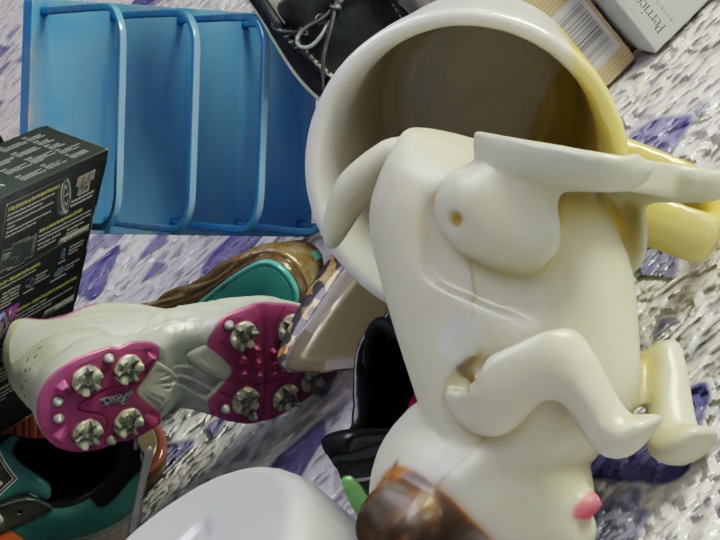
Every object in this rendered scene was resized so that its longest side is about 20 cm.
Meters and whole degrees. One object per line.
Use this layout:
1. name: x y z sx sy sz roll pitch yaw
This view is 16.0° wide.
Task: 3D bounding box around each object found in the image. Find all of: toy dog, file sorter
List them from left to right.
1. file sorter: -0.087 -0.087 1.528 0.123 0.199 0.139 8 96 57
2. toy dog: 0.057 0.043 1.108 0.193 0.201 0.139 8 2 19

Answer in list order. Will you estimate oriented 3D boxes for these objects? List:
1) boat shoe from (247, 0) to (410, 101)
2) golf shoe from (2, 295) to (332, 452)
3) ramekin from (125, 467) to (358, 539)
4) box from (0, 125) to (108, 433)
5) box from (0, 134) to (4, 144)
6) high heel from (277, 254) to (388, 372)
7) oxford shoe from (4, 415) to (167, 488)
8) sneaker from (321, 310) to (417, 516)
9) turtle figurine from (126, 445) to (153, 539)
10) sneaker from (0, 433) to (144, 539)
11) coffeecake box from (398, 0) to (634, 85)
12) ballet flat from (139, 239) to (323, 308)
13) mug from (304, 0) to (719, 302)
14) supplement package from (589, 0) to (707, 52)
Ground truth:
1. boat shoe: -0.021 -0.152 1.451 0.075 0.200 0.062 -41 0 -7
2. golf shoe: -0.103 0.041 1.398 0.091 0.199 0.076 34 121 46
3. ramekin: -0.063 0.183 1.155 0.200 0.098 0.201 -37 22 18
4. box: -0.212 0.021 1.376 0.200 0.043 0.161 -36 -37 -64
5. box: -0.246 0.043 1.451 0.047 0.193 0.200 19 64 17
6. high heel: 0.000 0.000 1.411 0.200 0.072 0.142 -36 22 -30
7. oxford shoe: -0.199 0.135 1.539 0.199 0.075 0.071 -14 52 17
8. sneaker: 0.047 0.040 1.243 0.077 0.084 0.200 -20 28 44
9. turtle figurine: -0.187 0.182 1.328 0.194 0.200 0.144 -37 -13 28
10. sneaker: -0.208 0.130 1.376 0.199 0.080 0.071 -22 53 -25
11. coffeecake box: 0.054 -0.167 1.529 0.073 0.154 0.200 -45 21 -7
12. ballet flat: -0.099 0.032 1.568 0.200 0.068 0.072 -31 4 29
13. mug: 0.066 -0.054 1.245 0.149 0.187 0.153 -38 11 14
14. supplement package: 0.119 -0.242 1.487 0.111 0.200 0.156 -45 21 -5
